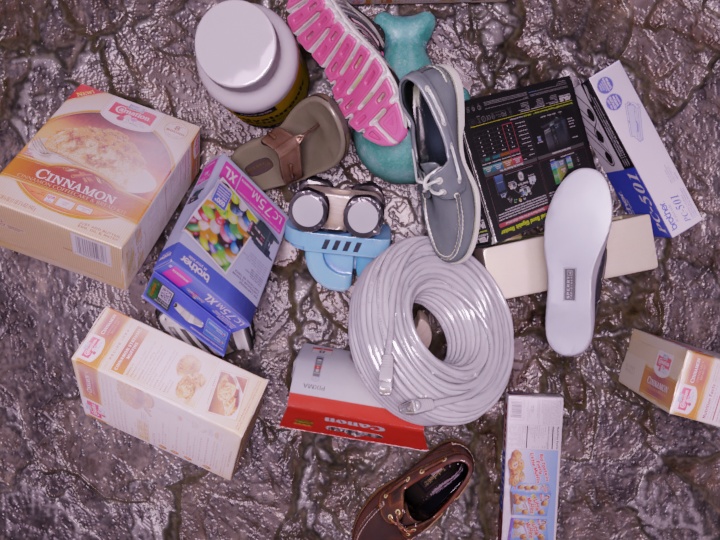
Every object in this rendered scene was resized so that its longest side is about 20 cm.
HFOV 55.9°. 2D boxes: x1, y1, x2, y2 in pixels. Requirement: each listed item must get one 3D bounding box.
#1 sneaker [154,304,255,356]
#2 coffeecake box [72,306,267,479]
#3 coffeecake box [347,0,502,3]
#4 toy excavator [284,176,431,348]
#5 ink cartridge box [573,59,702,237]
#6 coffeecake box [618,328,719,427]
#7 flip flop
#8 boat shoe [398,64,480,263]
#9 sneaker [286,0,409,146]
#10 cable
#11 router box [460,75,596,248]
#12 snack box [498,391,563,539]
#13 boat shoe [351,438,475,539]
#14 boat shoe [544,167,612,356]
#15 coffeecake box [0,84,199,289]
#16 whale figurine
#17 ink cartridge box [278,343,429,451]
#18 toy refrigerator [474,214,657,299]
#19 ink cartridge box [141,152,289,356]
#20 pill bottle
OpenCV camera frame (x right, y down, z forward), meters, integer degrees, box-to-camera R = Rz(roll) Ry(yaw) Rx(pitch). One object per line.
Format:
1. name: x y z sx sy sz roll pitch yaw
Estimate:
1. sneaker: -0.206 0.012 0.829 0.113 0.076 0.205 -13 96 0
2. coffeecake box: -0.219 0.147 0.786 0.197 0.154 0.074 24 54 0
3. coffeecake box: 0.079 -0.399 0.786 0.195 0.073 0.157 -1 95 2
4. toy excavator: 0.000 0.000 0.826 0.190 0.100 0.204 6 108 0
5. ink cartridge box: 0.317 -0.137 0.798 0.044 0.094 0.202 -30 93 2
6. coffeecake box: 0.428 0.138 0.786 0.196 0.154 0.075 16 94 0
7. flip flop: -0.089 -0.133 0.774 0.198 0.058 0.082 -16 110 40
8. boat shoe: 0.073 -0.103 0.688 0.072 0.061 0.205 4 105 45
9. sneaker: 0.003 -0.226 0.740 0.074 0.087 0.202 -43 76 36
10. cable: 0.079 0.065 0.727 0.197 0.069 0.204 12 61 -31
11. router box: 0.178 -0.124 0.771 0.197 0.062 0.153 -20 94 -32
12. snack box: 0.216 0.258 0.864 0.070 0.024 0.205 2 94 0
13. boat shoe: 0.062 0.291 0.848 0.070 0.070 0.200 42 95 -3
14. boat shoe: 0.241 -0.009 0.749 0.069 0.066 0.205 3 98 23
15. coffeecake box: -0.287 -0.099 0.755 0.151 0.074 0.202 19 50 -1
16. whale figurine: 0.053 -0.204 0.793 0.155 0.104 0.205 1 94 1
17. ink cartridge box: -0.003 0.136 0.771 0.159 0.200 0.051 10 94 0
18. toy refrigerator: 0.242 -0.020 0.818 0.196 0.076 0.072 -12 94 3
19. ink cartridge box: -0.153 -0.021 0.759 0.041 0.203 0.119 -19 130 37
20. pill bottle: -0.118 -0.225 0.747 0.109 0.200 0.114 0 94 2
